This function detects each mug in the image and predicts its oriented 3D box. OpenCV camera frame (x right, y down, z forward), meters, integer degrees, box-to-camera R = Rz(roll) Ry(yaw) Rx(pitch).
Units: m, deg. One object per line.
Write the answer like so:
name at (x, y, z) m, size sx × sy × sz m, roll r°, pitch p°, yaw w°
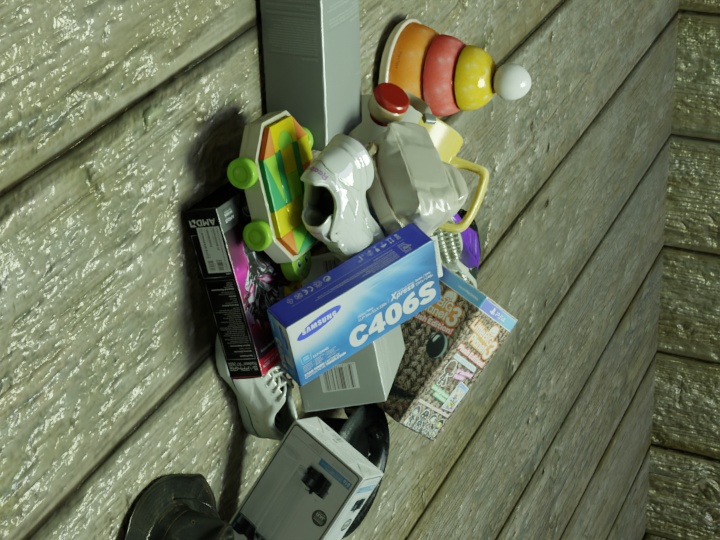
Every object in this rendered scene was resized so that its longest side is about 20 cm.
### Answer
mug at (0.050, -0.123, 1.758) m, size 0.149 × 0.186 × 0.154 m, roll 30°, pitch 81°, yaw -48°

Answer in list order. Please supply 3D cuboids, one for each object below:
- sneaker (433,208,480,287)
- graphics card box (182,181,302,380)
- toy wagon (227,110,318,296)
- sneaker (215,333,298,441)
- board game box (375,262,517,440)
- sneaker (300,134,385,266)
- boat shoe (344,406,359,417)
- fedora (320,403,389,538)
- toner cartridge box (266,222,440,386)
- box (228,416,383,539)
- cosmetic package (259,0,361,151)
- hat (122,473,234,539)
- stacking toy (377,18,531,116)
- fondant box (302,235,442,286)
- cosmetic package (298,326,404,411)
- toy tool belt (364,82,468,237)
sneaker at (0.128, -0.053, 1.928) m, size 0.201 × 0.069 × 0.100 m, roll 67°, pitch 34°, yaw -55°
graphics card box at (-0.122, 0.004, 1.518) m, size 0.125 × 0.050 × 0.202 m, roll -39°, pitch 120°, yaw -54°
toy wagon at (-0.082, -0.071, 1.505) m, size 0.155 × 0.039 × 0.202 m, roll -40°, pitch 121°, yaw -60°
sneaker at (-0.114, 0.126, 1.613) m, size 0.073 × 0.070 × 0.201 m, roll -60°, pitch 148°, yaw -35°
board game box at (0.080, 0.094, 1.824) m, size 0.201 × 0.159 × 0.097 m, roll -55°, pitch 143°, yaw 1°
sneaker at (-0.027, -0.049, 1.513) m, size 0.100 × 0.074 × 0.201 m, roll -43°, pitch 136°, yaw -35°
boat shoe at (0.034, 0.174, 1.964) m, size 0.200 × 0.073 × 0.065 m, roll -39°, pitch 129°, yaw -56°
fedora at (-0.037, 0.257, 1.815) m, size 0.200 × 0.091 × 0.203 m, roll -39°, pitch 135°, yaw -56°
toner cartridge box at (-0.004, 0.037, 1.512) m, size 0.199 × 0.043 × 0.096 m, roll -31°, pitch 136°, yaw -19°
box at (-0.076, 0.290, 1.630) m, size 0.201 × 0.116 × 0.060 m, roll -56°, pitch 159°, yaw 13°
cosmetic package at (-0.055, -0.249, 1.569) m, size 0.107 × 0.089 × 0.202 m, roll -43°, pitch 140°, yaw -56°
hat at (-0.189, 0.323, 1.520) m, size 0.200 × 0.080 × 0.203 m, roll -40°, pitch 136°, yaw -54°
stacking toy at (0.135, -0.258, 1.846) m, size 0.146 × 0.198 × 0.148 m, roll -39°, pitch 135°, yaw -54°
fondant box at (0.000, 0.000, 1.716) m, size 0.200 × 0.143 × 0.059 m, roll -11°, pitch 93°, yaw -64°
cosmetic package at (-0.012, 0.098, 1.675) m, size 0.200 × 0.106 × 0.091 m, roll -70°, pitch 149°, yaw -72°
toy tool belt at (0.036, -0.110, 1.613) m, size 0.124 × 0.201 × 0.123 m, roll 1°, pitch 141°, yaw -33°
